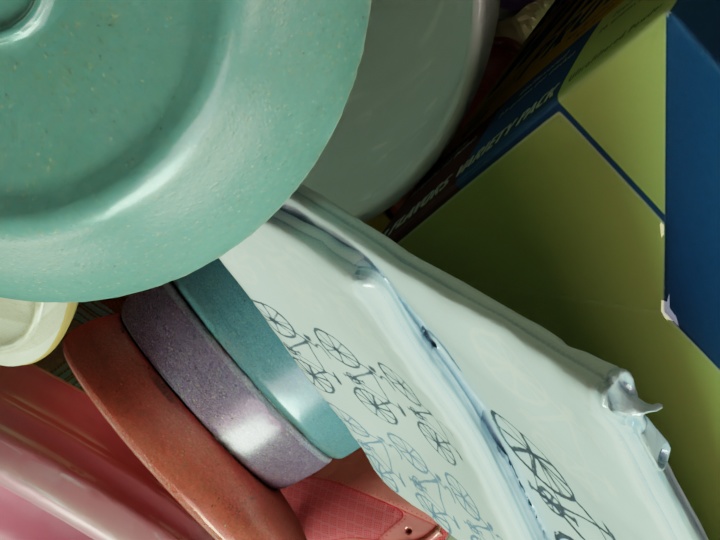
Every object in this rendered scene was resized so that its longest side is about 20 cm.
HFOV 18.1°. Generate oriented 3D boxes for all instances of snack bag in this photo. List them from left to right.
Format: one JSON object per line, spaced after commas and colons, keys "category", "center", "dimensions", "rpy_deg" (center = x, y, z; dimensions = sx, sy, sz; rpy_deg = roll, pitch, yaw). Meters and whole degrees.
{"category": "snack bag", "center": [0.036, 0.051, 0.676], "dimensions": [0.021, 0.200, 0.189], "rpy_deg": [-46, 136, -14]}

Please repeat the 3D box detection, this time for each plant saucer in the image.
{"category": "plant saucer", "center": [-0.097, -0.084, 0.612], "dimensions": [0.199, 0.036, 0.201], "rpy_deg": [3, 106, 12]}
{"category": "plant saucer", "center": [-0.137, 0.077, 0.915], "dimensions": [0.200, 0.051, 0.201], "rpy_deg": [26, 163, 8]}

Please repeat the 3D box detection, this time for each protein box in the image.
{"category": "protein box", "center": [0.143, -0.016, 0.718], "dimensions": [0.199, 0.200, 0.135], "rpy_deg": [46, 128, -7]}

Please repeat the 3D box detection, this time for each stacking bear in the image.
{"category": "stacking bear", "center": [0.000, 0.000, 0.825], "dimensions": [0.200, 0.121, 0.114], "rpy_deg": [-42, 134, 1]}

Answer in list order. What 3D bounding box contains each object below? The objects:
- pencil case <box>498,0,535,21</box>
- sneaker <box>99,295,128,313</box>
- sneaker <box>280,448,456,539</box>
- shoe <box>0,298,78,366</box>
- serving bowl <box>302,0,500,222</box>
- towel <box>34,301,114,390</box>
{"category": "pencil case", "center": [0.086, -0.160, 0.713], "dimensions": [0.085, 0.084, 0.200], "rpy_deg": [7, 144, -45]}
{"category": "sneaker", "center": [-0.125, -0.025, 0.847], "dimensions": [0.073, 0.077, 0.200], "rpy_deg": [20, 160, 45]}
{"category": "sneaker", "center": [0.043, 0.084, 0.918], "dimensions": [0.200, 0.087, 0.074], "rpy_deg": [-25, 139, 30]}
{"category": "shoe", "center": [-0.137, -0.055, 0.723], "dimensions": [0.070, 0.053, 0.201], "rpy_deg": [3, 116, 25]}
{"category": "serving bowl", "center": [-0.041, -0.110, 0.716], "dimensions": [0.199, 0.066, 0.201], "rpy_deg": [13, 121, 22]}
{"category": "towel", "center": [-0.158, 0.048, 0.997], "dimensions": [0.146, 0.022, 0.200], "rpy_deg": [25, 132, -39]}
